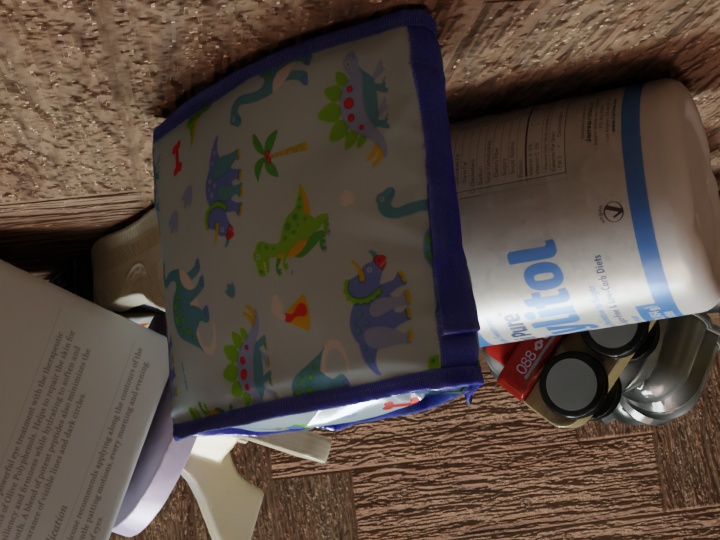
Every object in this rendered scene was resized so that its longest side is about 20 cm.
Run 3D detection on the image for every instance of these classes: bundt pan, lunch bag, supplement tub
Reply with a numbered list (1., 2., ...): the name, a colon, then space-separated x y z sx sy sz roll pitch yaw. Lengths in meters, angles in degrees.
1. bundt pan: 0.185 0.069 1.198 0.199 0.077 0.202 15 164 4
2. lunch bag: -0.012 -0.013 0.720 0.126 0.172 0.199 -2 169 -29
3. supplement tub: 0.099 -0.027 0.857 0.198 0.134 0.132 -11 171 21

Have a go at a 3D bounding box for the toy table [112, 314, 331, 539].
1. toy table: -0.114 0.116 1.156 0.116 0.202 0.183 23 180 -29

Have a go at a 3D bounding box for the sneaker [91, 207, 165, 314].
1. sneaker: -0.117 -0.006 1.051 0.084 0.076 0.199 0 180 -32

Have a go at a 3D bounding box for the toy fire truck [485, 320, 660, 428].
1. toy fire truck: 0.130 -0.008 1.074 0.199 0.177 0.129 35 -175 17

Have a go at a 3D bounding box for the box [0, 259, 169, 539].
1. box: -0.270 0.117 1.111 0.170 0.201 0.199 26 162 -24

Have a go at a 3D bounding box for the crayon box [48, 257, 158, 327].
1. crayon box: -0.156 0.019 1.256 0.198 0.052 0.126 -2 171 -24

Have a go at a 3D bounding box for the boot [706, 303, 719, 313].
1. boot: 0.297 0.041 1.427 0.199 0.077 0.168 -2 -150 44
